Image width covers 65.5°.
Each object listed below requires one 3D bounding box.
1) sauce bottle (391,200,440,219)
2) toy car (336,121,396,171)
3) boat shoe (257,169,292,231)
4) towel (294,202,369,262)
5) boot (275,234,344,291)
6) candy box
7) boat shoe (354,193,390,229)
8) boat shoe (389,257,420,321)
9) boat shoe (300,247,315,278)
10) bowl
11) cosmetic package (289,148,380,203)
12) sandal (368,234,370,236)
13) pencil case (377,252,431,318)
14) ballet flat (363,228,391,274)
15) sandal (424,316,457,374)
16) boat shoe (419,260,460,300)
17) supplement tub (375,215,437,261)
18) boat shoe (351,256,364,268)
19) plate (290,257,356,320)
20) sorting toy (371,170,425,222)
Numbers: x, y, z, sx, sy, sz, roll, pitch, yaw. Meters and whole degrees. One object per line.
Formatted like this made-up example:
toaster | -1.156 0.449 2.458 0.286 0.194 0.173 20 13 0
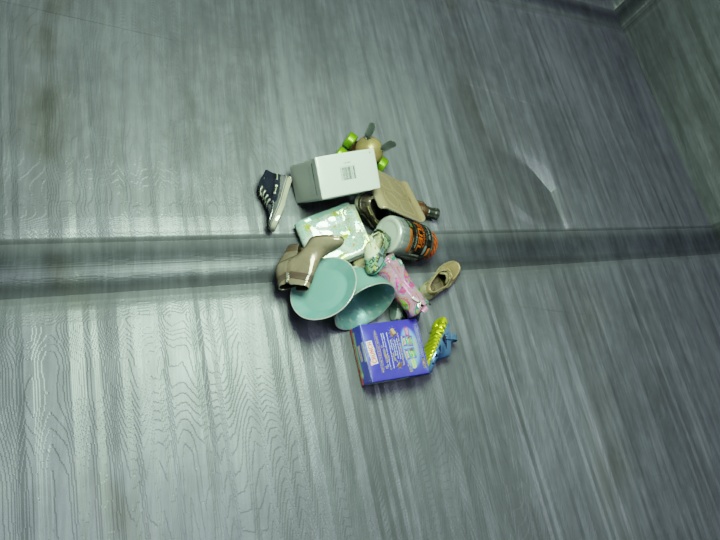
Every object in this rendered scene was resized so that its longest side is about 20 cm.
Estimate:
sauce bottle | 0.175 -0.209 1.893 0.198 0.066 0.067 12 63 -24
toy car | 0.032 -0.397 1.818 0.164 0.200 0.159 36 57 -9
boat shoe | -0.270 -0.210 1.662 0.092 0.075 0.202 18 53 -12
towel | -0.078 -0.099 1.681 0.198 0.048 0.173 -22 75 -14
boot | -0.142 -0.015 1.546 0.070 0.198 0.148 52 34 -48
candy box | 0.085 0.237 1.637 0.198 0.077 0.171 -2 70 -29
boat shoe | 0.059 -0.176 1.768 0.200 0.059 0.072 39 73 -46
boat shoe | 0.139 0.065 1.751 0.090 0.071 0.203 9 72 -24
boat shoe | -0.156 0.036 1.616 0.076 0.072 0.201 -25 74 -18
bowl | -0.009 0.067 1.612 0.199 0.202 0.106 -13 55 -31
cosmetic package | -0.079 -0.281 1.687 0.197 0.199 0.125 -15 100 -27
sandal | -0.031 -0.103 1.739 0.199 0.057 0.081 17 60 -19
pencil case | 0.122 0.047 1.662 0.087 0.087 0.201 -38 92 -34
ballet flat | 0.039 -0.061 1.606 0.074 0.074 0.201 36 29 -9
sandal | 0.244 0.240 1.721 0.087 0.079 0.201 39 57 -11
boat shoe | 0.274 0.027 1.837 0.071 0.064 0.200 49 56 0
supplement tub | 0.148 -0.097 1.772 0.199 0.122 0.124 10 62 -45
boat shoe | 0.000 0.000 1.707 0.198 0.075 0.069 -15 64 -36
plate | -0.099 0.052 1.535 0.026 0.198 0.202 57 39 -51
sorting toy | 0.102 -0.238 1.777 0.199 0.036 0.186 12 44 -42
